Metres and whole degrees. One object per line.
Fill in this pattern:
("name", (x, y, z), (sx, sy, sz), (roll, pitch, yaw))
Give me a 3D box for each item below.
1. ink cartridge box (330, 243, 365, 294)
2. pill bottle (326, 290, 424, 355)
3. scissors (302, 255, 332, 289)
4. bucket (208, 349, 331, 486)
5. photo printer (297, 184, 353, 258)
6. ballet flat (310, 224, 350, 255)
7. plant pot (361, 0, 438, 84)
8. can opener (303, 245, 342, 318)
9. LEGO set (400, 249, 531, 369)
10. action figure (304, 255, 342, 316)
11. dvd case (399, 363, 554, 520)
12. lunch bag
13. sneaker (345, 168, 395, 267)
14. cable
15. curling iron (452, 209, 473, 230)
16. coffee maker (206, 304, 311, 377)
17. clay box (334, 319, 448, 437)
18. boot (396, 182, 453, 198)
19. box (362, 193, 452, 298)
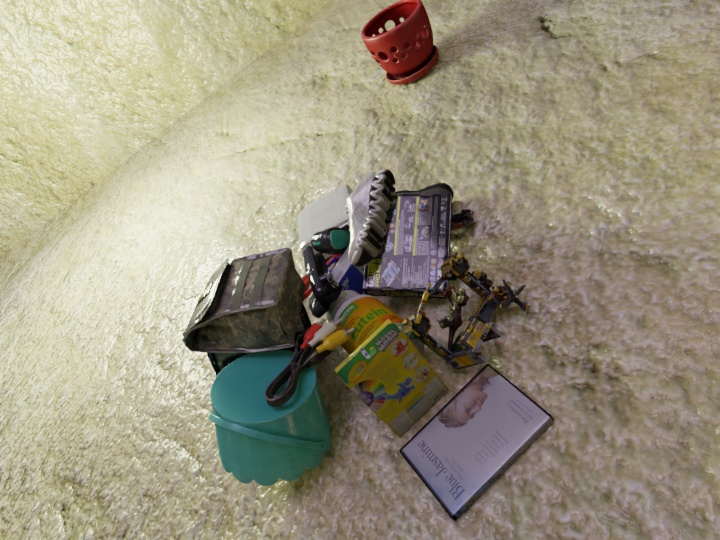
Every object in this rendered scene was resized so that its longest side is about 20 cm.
("ink cartridge box", (0.000, 0.000, 1.153), (0.044, 0.094, 0.200), (17, 68, 48))
("pill bottle", (0.017, 0.112, 1.018), (0.111, 0.111, 0.200), (-44, 37, -7))
("scissors", (-0.107, 0.010, 1.311), (0.200, 0.014, 0.073), (-37, 35, 1))
("bucket", (-0.154, 0.241, 0.947), (0.206, 0.135, 0.208), (-4, 30, 3))
("photo printer", (-0.074, -0.120, 1.360), (0.166, 0.070, 0.200), (-31, 33, 11))
("ballet flat", (-0.038, -0.063, 1.199), (0.073, 0.200, 0.074), (2, 95, 30))
("plant pot", (0.129, -0.677, 1.676), (0.200, 0.183, 0.201), (-23, 40, 21))
("can opener", (-0.086, 0.007, 1.094), (0.079, 0.063, 0.200), (-38, 34, 13))
("LEGO set", (0.171, 0.060, 0.903), (0.200, 0.154, 0.116), (-44, 2, -24))
("action figure", (-0.063, 0.017, 1.209), (0.200, 0.065, 0.052), (-50, 0, -44))
("dvd case", (0.166, 0.246, 0.833), (0.200, 0.018, 0.143), (-43, 38, -5))
("lunch bag", (-0.213, 0.058, 1.001), (0.199, 0.118, 0.164), (-11, 36, 12))
("sneaker", (0.007, -0.099, 1.060), (0.081, 0.075, 0.201), (5, 67, 26))
("cable", (-0.101, 0.140, 0.926), (0.097, 0.051, 0.200), (12, 33, 35))
("curling iron", (0.150, -0.081, 1.180), (0.199, 0.026, 0.050), (-22, 19, 29))
("coffee maker", (-0.186, 0.156, 1.119), (0.199, 0.192, 0.135), (-17, 58, -5))
("clay box", (0.046, 0.163, 0.868), (0.115, 0.200, 0.048), (-42, 37, -6))
("boot", (0.101, -0.122, 1.197), (0.199, 0.070, 0.132), (-20, 25, 26))
("box", (0.093, -0.050, 1.080), (0.159, 0.044, 0.201), (1, 71, 13))
